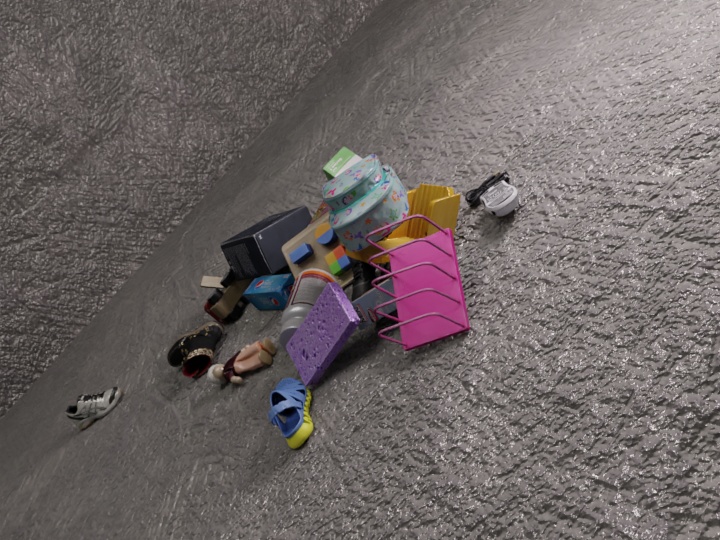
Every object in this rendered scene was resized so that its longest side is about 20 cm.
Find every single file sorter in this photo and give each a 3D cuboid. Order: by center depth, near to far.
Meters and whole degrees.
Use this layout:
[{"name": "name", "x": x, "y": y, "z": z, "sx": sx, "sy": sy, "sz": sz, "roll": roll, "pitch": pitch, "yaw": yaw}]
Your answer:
[{"name": "file sorter", "x": 0.095, "y": 0.021, "z": 1.438, "sx": 0.138, "sy": 0.125, "sz": 0.202, "roll": -22, "pitch": 63, "yaw": 29}]

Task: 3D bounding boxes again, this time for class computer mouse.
[{"name": "computer mouse", "x": 0.285, "y": -0.150, "z": 1.649, "sx": 0.109, "sy": 0.044, "sz": 0.200, "roll": -35, "pitch": 19, "yaw": 8}]

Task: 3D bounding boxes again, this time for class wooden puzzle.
[{"name": "wooden puzzle", "x": -0.098, "y": -0.032, "z": 1.931, "sx": 0.184, "sy": 0.046, "sz": 0.201, "roll": -35, "pitch": 64, "yaw": 19}]

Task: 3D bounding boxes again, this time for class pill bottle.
[{"name": "pill bottle", "x": -0.118, "y": 0.096, "z": 1.794, "sx": 0.109, "sy": 0.110, "sz": 0.201, "roll": -29, "pitch": 28, "yaw": 30}]

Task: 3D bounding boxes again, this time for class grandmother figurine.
[{"name": "grandmother figurine", "x": -0.296, "y": 0.227, "z": 1.929, "sx": 0.199, "sy": 0.061, "sz": 0.122, "roll": -27, "pitch": 20, "yaw": 28}]

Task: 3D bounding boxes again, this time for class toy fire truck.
[{"name": "toy fire truck", "x": -0.406, "y": 0.064, "z": 2.317, "sx": 0.200, "sy": 0.128, "sz": 0.177, "roll": -28, "pitch": 25, "yaw": 57}]

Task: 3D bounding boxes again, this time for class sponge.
[{"name": "sponge", "x": -0.080, "y": 0.132, "z": 1.626, "sx": 0.201, "sy": 0.030, "sz": 0.112, "roll": -56, "pitch": 48, "yaw": 30}]

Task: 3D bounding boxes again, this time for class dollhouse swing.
[{"name": "dollhouse swing", "x": 0.080, "y": -0.104, "z": 1.702, "sx": 0.200, "sy": 0.174, "sz": 0.184, "roll": -159, "pitch": 77, "yaw": -65}]

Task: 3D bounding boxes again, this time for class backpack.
[{"name": "backpack", "x": 0.011, "y": -0.137, "z": 1.649, "sx": 0.176, "sy": 0.151, "sz": 0.201, "roll": -31, "pitch": 28, "yaw": 13}]

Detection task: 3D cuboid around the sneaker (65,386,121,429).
[{"name": "sneaker", "x": -0.826, "y": 0.411, "z": 2.429, "sx": 0.199, "sy": 0.088, "sz": 0.076, "roll": -36, "pitch": 23, "yaw": 14}]

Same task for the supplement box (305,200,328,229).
[{"name": "supplement box", "x": -0.042, "y": -0.142, "z": 2.079, "sx": 0.130, "sy": 0.103, "sz": 0.201, "roll": -16, "pitch": 36, "yaw": 46}]

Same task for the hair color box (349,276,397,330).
[{"name": "hair color box", "x": 0.077, "y": 0.039, "z": 1.598, "sx": 0.199, "sy": 0.061, "sz": 0.099, "roll": -33, "pitch": -1, "yaw": 24}]

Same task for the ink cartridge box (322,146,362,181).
[{"name": "ink cartridge box", "x": 0.019, "y": -0.186, "z": 1.901, "sx": 0.084, "sy": 0.146, "sz": 0.200, "roll": -44, "pitch": 55, "yaw": -10}]

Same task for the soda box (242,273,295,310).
[{"name": "soda box", "x": -0.229, "y": 0.058, "z": 2.086, "sx": 0.199, "sy": 0.068, "sz": 0.064, "roll": -5, "pitch": 43, "yaw": 55}]

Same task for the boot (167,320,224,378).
[{"name": "boot", "x": -0.465, "y": 0.236, "z": 2.171, "sx": 0.199, "sy": 0.073, "sz": 0.151, "roll": -30, "pitch": 26, "yaw": 16}]

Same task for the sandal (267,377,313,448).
[{"name": "sandal", "x": -0.147, "y": 0.267, "z": 1.587, "sx": 0.079, "sy": 0.087, "sz": 0.200, "roll": -43, "pitch": 22, "yaw": 5}]

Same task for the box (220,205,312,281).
[{"name": "box", "x": -0.249, "y": -0.075, "z": 2.204, "sx": 0.199, "sy": 0.125, "sz": 0.196, "roll": -33, "pitch": 13, "yaw": -36}]

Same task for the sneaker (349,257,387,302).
[{"name": "sneaker", "x": 0.000, "y": 0.000, "z": 1.792, "sx": 0.075, "sy": 0.088, "sz": 0.201, "roll": -27, "pitch": 29, "yaw": 32}]
